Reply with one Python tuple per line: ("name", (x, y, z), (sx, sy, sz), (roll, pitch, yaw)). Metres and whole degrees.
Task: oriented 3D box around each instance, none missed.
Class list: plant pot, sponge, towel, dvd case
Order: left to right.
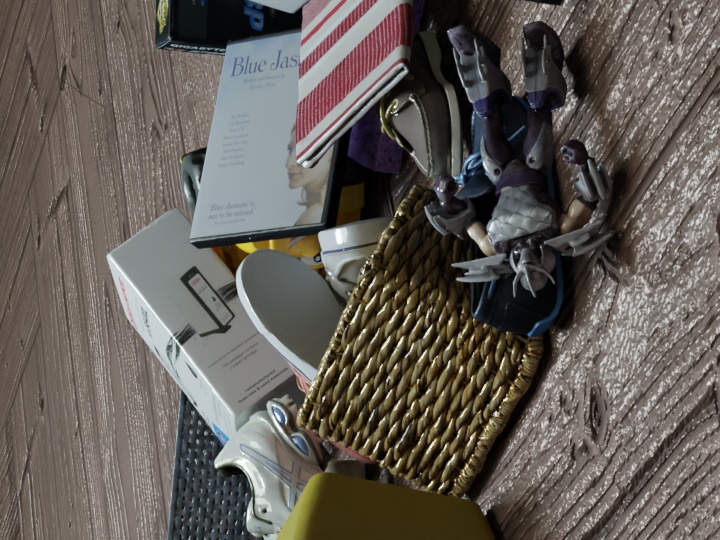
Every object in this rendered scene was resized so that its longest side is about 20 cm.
("dvd case", (-0.070, -0.118, 1.740), (0.142, 0.018, 0.201), (-7, 62, 32))
("towel", (-0.001, -0.189, 1.647), (0.144, 0.023, 0.200), (-42, 32, 37))
("plant pot", (0.008, 0.267, 1.511), (0.200, 0.199, 0.177), (117, 160, -47))
("sponge", (0.017, -0.194, 1.758), (0.112, 0.030, 0.201), (-143, 59, -64))

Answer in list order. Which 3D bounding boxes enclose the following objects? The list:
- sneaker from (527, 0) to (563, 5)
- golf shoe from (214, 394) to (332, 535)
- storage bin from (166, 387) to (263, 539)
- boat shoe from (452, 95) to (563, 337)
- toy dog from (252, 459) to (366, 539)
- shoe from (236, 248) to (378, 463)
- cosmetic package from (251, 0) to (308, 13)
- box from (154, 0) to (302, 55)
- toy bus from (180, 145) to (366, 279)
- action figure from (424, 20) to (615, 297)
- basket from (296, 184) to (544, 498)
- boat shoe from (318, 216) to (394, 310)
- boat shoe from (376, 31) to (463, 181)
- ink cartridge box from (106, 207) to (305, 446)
("sneaker", (0.109, -0.268, 1.469), (0.079, 0.075, 0.200), (119, 146, -42))
("golf shoe", (-0.043, 0.204, 1.698), (0.200, 0.097, 0.078), (49, 170, 29))
("storage bin", (-0.136, 0.195, 1.972), (0.135, 0.093, 0.201), (-116, 32, -82))
("boat shoe", (0.099, -0.050, 1.459), (0.084, 0.068, 0.201), (114, 154, -47))
("toy dog", (-0.064, 0.228, 1.814), (0.200, 0.096, 0.132), (122, 146, -51))
("shoe", (-0.036, 0.076, 1.691), (0.200, 0.071, 0.091), (45, 151, 6))
("cosmetic package", (-0.059, -0.361, 1.812), (0.200, 0.123, 0.200), (160, 123, -66))
("box", (-0.113, -0.303, 1.936), (0.046, 0.158, 0.201), (166, 106, -65))
("toy bus", (-0.075, -0.019, 1.859), (0.200, 0.135, 0.193), (-144, 47, -63))
("action figure", (0.107, -0.072, 1.395), (0.069, 0.130, 0.201), (54, -151, -61))
("basket", (0.062, 0.053, 1.557), (0.143, 0.149, 0.200), (-58, -7, -48))
("boat shoe", (0.000, 0.000, 1.687), (0.200, 0.072, 0.066), (132, 126, -78))
("boat shoe", (0.041, -0.129, 1.602), (0.200, 0.059, 0.072), (-103, 14, -55))
("ink cartridge box", (-0.134, 0.063, 1.838), (0.200, 0.084, 0.146), (49, 165, 21))
